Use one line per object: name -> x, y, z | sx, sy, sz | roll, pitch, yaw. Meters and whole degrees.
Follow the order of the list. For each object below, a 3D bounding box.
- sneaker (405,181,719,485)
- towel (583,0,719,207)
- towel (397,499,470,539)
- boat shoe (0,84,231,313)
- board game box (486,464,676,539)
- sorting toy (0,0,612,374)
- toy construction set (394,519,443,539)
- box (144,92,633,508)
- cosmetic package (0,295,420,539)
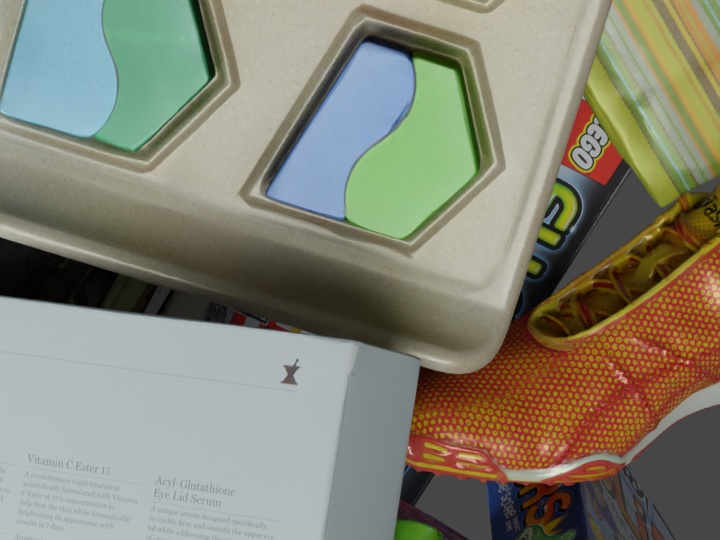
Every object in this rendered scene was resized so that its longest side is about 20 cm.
sneaker -> 0.093, 0.012, 0.936 | 0.200, 0.073, 0.077 | -20, 119, -21
towel -> 0.154, -0.103, 0.901 | 0.200, 0.018, 0.086 | -31, 112, 5
towel -> -0.012, 0.177, 1.005 | 0.144, 0.023, 0.200 | 35, 91, -41
boat shoe -> -0.098, -0.004, 0.942 | 0.065, 0.073, 0.200 | 24, 111, -12
board game box -> 0.103, 0.141, 0.985 | 0.034, 0.135, 0.200 | -28, 115, 12
sorting toy -> -0.020, -0.088, 0.870 | 0.185, 0.036, 0.200 | 17, 96, 0
toy construction set -> -0.024, 0.141, 0.913 | 0.131, 0.092, 0.200 | 6, 84, 24
box -> 0.000, 0.000, 0.966 | 0.110, 0.035, 0.200 | 26, 115, -13
cosmetic package -> -0.091, 0.085, 0.872 | 0.200, 0.052, 0.151 | 7, 87, 25
